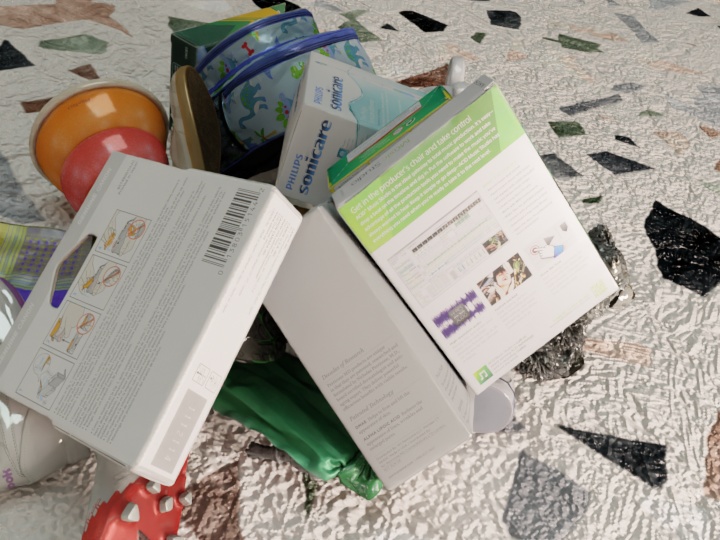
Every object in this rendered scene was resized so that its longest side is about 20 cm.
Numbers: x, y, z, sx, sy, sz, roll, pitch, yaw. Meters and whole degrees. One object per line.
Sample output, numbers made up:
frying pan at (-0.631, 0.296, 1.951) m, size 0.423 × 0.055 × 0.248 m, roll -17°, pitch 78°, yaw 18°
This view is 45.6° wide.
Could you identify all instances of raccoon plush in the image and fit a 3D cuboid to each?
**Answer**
raccoon plush at (0.157, 0.025, 0.795) m, size 0.195 × 0.136 × 0.098 m, roll -1°, pitch 39°, yaw -17°

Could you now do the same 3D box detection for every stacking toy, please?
stacking toy at (-0.234, -0.073, 0.842) m, size 0.143 × 0.147 × 0.202 m, roll -11°, pitch 55°, yaw -27°

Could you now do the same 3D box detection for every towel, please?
towel at (-0.320, 0.020, 0.767) m, size 0.140 × 0.023 × 0.202 m, roll 9°, pitch 37°, yaw -5°

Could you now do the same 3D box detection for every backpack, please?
backpack at (-0.086, -0.194, 0.933) m, size 0.198 × 0.150 × 0.182 m, roll -18°, pitch 9°, yaw 47°

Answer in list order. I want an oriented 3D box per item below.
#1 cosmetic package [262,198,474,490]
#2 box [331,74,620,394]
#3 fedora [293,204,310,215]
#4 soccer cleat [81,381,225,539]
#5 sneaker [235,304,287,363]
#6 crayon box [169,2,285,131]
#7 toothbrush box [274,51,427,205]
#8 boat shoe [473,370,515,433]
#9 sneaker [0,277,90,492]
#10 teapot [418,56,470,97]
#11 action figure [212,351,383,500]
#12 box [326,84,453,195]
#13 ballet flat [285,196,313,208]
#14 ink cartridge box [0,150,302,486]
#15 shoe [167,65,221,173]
cosmetic package at (0.003, 0.049, 0.658) m, size 0.202 × 0.080 × 0.113 m, roll 55°, pitch 12°, yaw 0°
box at (0.090, -0.021, 0.646) m, size 0.143 × 0.201 × 0.036 m, roll -36°, pitch 25°, yaw 4°
fedora at (0.000, 0.000, 0.804) m, size 0.196 × 0.084 × 0.201 m, roll 16°, pitch 1°, yaw 0°
soccer cleat at (-0.162, 0.141, 0.612) m, size 0.084 × 0.069 × 0.203 m, roll -8°, pitch 50°, yaw 28°
sneaker at (-0.109, 0.019, 0.739) m, size 0.083 × 0.080 × 0.201 m, roll -14°, pitch 27°, yaw -3°
crayon box at (-0.151, -0.252, 1.082) m, size 0.051 × 0.128 × 0.199 m, roll 30°, pitch 40°, yaw 25°
toothbrush box at (0.031, -0.104, 0.760) m, size 0.196 × 0.087 × 0.147 m, roll 18°, pitch 28°, yaw -12°
boat shoe at (0.042, 0.081, 0.756) m, size 0.196 × 0.075 × 0.066 m, roll 24°, pitch 32°, yaw 0°
sneaker at (-0.284, 0.074, 0.643) m, size 0.099 × 0.076 × 0.200 m, roll -28°, pitch 63°, yaw -29°
teapot at (0.105, -0.152, 1.006) m, size 0.195 × 0.149 × 0.199 m, roll -20°, pitch 46°, yaw -36°
action figure at (-0.058, 0.116, 0.685) m, size 0.198 × 0.056 × 0.117 m, roll 32°, pitch 39°, yaw 31°
box at (0.075, -0.031, 0.688) m, size 0.116 × 0.201 × 0.049 m, roll -33°, pitch 23°, yaw 11°
ballet flat at (-0.036, -0.066, 0.921) m, size 0.195 × 0.071 × 0.070 m, roll 2°, pitch 37°, yaw -12°
ink cartridge box at (-0.155, 0.022, 0.604) m, size 0.173 × 0.045 × 0.203 m, roll 15°, pitch 72°, yaw 35°
shoe at (-0.169, -0.101, 0.851) m, size 0.052 × 0.205 × 0.070 m, roll -11°, pitch -3°, yaw 13°
